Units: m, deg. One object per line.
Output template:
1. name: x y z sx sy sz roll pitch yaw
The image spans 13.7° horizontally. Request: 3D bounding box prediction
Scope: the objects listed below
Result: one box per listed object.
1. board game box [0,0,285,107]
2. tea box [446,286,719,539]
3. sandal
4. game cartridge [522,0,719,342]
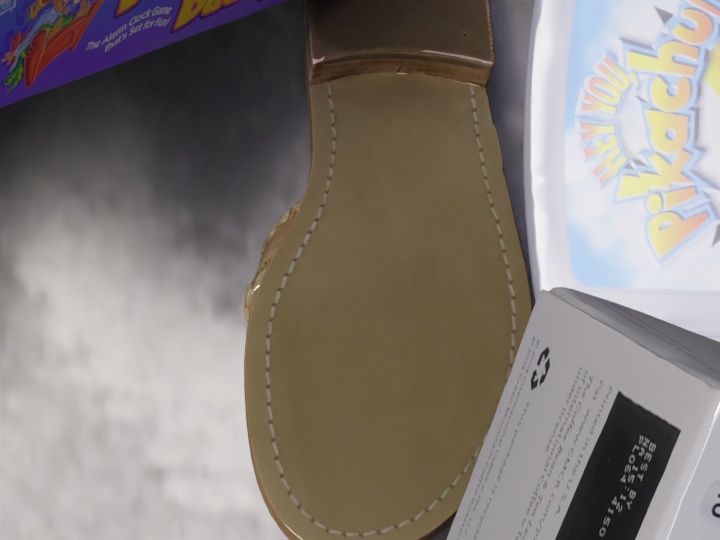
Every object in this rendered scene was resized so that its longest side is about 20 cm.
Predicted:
1. board game box: -0.086 -0.115 0.785 0.134 0.200 0.045 38 124 18
2. tea box: 0.108 0.136 0.697 0.196 0.134 0.201 22 94 -15
3. sandal: 0.006 0.001 0.842 0.077 0.070 0.213 6 58 -5
4. game cartridge: 0.110 -0.039 0.799 0.132 0.040 0.201 0 83 13
